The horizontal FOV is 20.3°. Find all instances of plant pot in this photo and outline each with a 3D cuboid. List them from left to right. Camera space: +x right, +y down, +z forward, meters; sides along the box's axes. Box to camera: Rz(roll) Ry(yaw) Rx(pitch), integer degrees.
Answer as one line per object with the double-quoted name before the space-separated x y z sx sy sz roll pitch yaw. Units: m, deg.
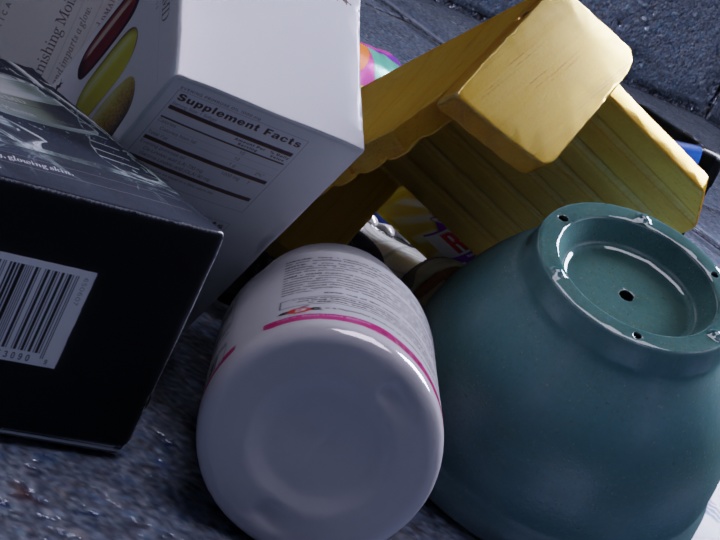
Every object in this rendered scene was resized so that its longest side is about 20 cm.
"plant pot" 0.126 0.049 1.105 0.200 0.134 0.200 16 39 -13

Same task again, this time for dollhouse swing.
"dollhouse swing" 0.069 -0.035 1.149 0.176 0.200 0.182 54 45 -13

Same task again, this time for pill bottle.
"pill bottle" -0.018 0.054 0.996 0.113 0.113 0.200 26 13 -6

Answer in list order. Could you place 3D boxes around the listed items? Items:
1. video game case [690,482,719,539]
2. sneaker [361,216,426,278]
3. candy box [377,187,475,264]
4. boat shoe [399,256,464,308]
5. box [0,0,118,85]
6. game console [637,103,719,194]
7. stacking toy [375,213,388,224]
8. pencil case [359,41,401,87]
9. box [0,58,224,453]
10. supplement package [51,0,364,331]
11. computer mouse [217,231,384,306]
"video game case" 0.214 0.113 1.206 0.182 0.022 0.200 8 40 -22
"sneaker" 0.000 0.000 1.349 0.200 0.075 0.081 13 28 -46
"candy box" 0.102 -0.044 1.273 0.102 0.026 0.200 44 -36 -19
"boat shoe" 0.037 0.046 1.250 0.074 0.076 0.200 37 24 18
"box" -0.185 -0.199 1.447 0.131 0.199 0.200 28 13 6
"game console" 0.160 -0.022 1.452 0.118 0.200 0.171 19 15 -31
"stacking toy" 0.045 -0.058 1.449 0.200 0.085 0.085 3 -2 33
"pencil case" -0.063 -0.129 1.308 0.200 0.088 0.088 14 18 -40
"box" -0.207 -0.027 0.921 0.200 0.124 0.197 14 16 -45
"supplement package" -0.097 -0.069 1.064 0.110 0.200 0.114 20 48 -27
"computer mouse" -0.066 -0.040 1.246 0.200 0.140 0.046 15 -7 -35
